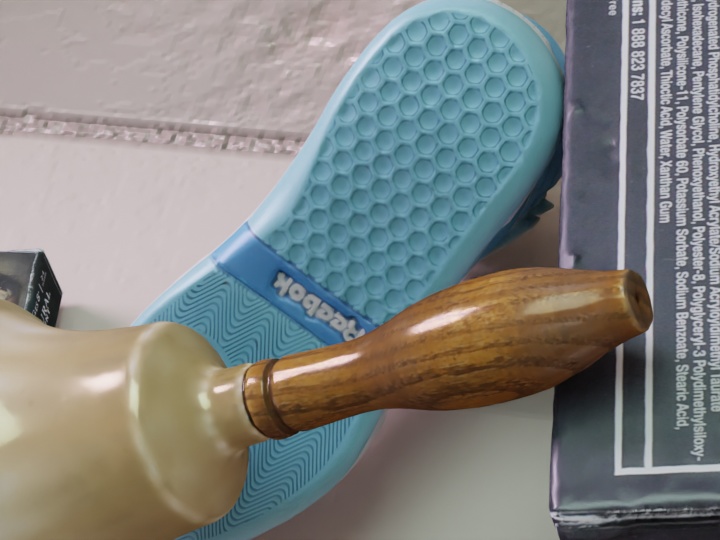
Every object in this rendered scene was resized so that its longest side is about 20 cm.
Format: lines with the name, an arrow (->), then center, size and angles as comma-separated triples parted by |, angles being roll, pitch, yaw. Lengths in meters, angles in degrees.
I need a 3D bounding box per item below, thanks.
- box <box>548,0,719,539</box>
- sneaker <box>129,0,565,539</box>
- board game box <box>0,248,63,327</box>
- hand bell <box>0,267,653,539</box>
box -> 0.160, 0.011, 0.754 | 0.197, 0.123, 0.201 | -4, 53, 13
sneaker -> 0.000, 0.000, 0.845 | 0.080, 0.131, 0.200 | 43, 105, 3
board game box -> -0.204, 0.054, 0.877 | 0.199, 0.028, 0.136 | -1, 53, 14
hand bell -> -0.017, 0.030, 0.719 | 0.199, 0.104, 0.104 | -17, 47, 27
